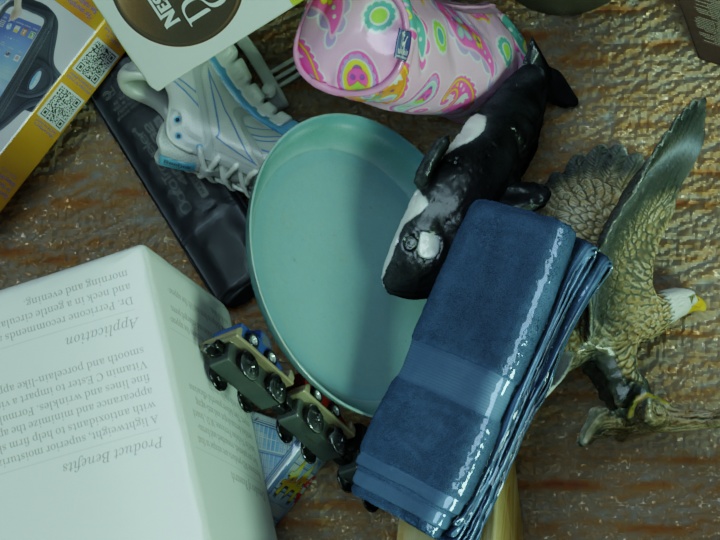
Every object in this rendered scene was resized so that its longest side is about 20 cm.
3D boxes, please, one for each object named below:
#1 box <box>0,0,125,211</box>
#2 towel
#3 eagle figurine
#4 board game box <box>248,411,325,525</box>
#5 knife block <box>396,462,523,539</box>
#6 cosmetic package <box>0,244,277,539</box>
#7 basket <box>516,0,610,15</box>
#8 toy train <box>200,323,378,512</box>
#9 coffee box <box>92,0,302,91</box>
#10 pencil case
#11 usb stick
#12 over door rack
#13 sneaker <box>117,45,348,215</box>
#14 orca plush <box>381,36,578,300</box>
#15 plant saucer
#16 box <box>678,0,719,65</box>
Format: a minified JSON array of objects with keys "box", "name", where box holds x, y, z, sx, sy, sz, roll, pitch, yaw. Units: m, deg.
[{"box":[-0.258,-0.120,1.558,0.119,0.041,0.200,36,86,36],"name":"box"},{"box":[0.068,0.060,1.332,0.111,0.048,0.201,23,89,54],"name":"towel"},{"box":[0.160,0.006,1.394,0.151,0.151,0.201,-10,85,22],"name":"eagle figurine"},{"box":[-0.123,0.154,1.460,0.198,0.062,0.201,3,77,16],"name":"board game box"},{"box":[0.057,0.170,1.349,0.064,0.176,0.201,-9,74,11],"name":"knife block"},{"box":[-0.158,0.117,1.358,0.164,0.165,0.201,-16,73,10],"name":"cosmetic package"},{"box":[0.117,-0.250,1.423,0.136,0.200,0.180,-43,71,0],"name":"basket"},{"box":[-0.032,0.089,1.391,0.034,0.200,0.046,-20,47,29],"name":"toy train"},{"box":[-0.090,-0.259,1.362,0.197,0.200,0.200,-30,104,11],"name":"coffee box"},{"box":[0.036,-0.141,1.418,0.087,0.200,0.088,-1,87,27],"name":"pencil case"},{"box":[-0.121,-0.064,1.528,0.055,0.033,0.201,-37,71,10],"name":"usb stick"},{"box":[-0.047,-0.229,1.531,0.147,0.067,0.201,-30,71,5],"name":"over door rack"},{"box":[-0.088,-0.078,1.485,0.086,0.075,0.200,-33,67,-26],"name":"sneaker"},{"box":[0.093,-0.053,1.421,0.071,0.106,0.200,24,48,23],"name":"orca plush"},{"box":[0.000,0.000,1.415,0.027,0.199,0.202,-24,68,44],"name":"plant saucer"},{"box":[0.245,-0.197,1.377,0.075,0.200,0.101,20,81,20],"name":"box"}]
